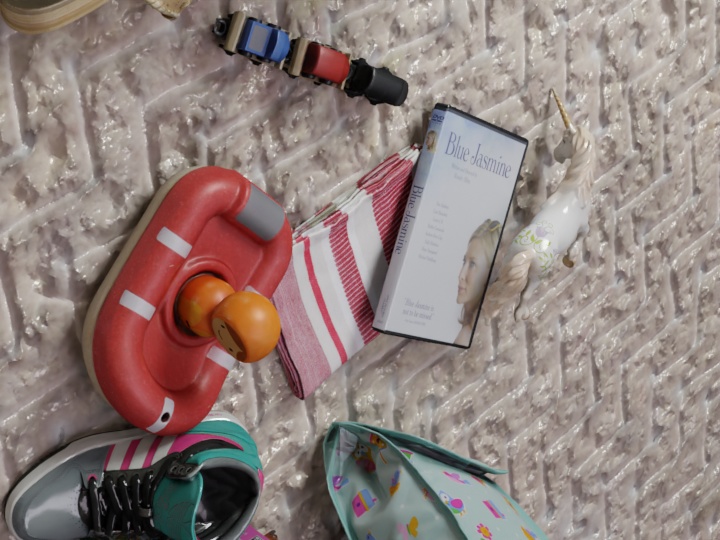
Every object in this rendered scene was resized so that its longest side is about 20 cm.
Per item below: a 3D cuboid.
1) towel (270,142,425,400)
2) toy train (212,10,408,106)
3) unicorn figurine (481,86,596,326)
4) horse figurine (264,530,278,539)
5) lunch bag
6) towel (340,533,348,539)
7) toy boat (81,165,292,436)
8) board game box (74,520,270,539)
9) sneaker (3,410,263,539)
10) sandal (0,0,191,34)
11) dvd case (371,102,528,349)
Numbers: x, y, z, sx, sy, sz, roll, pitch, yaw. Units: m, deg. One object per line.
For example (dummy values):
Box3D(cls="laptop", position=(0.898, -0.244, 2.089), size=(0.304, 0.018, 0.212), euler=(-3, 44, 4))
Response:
Box3D(cls="towel", position=(0.000, 0.000, 1.276), size=(0.199, 0.023, 0.145), euler=(-39, 131, -26))
Box3D(cls="toy train", position=(-0.033, -0.160, 1.157), size=(0.199, 0.046, 0.035), euler=(13, 99, -46))
Box3D(cls="unicorn figurine", position=(0.174, -0.044, 1.372), size=(0.138, 0.073, 0.201), euler=(100, 10, -50))
Box3D(cls="horse figurine", position=(-0.132, 0.281, 1.217), size=(0.199, 0.132, 0.050), euler=(-38, 109, -16))
Box3D(cls="lunch bag", position=(0.065, 0.218, 1.312), size=(0.122, 0.201, 0.170), euler=(-48, 140, 14))
Box3D(cls="towel", position=(0.054, 0.349, 1.377), size=(0.086, 0.166, 0.200), euler=(-50, 134, 3))
Box3D(cls="toy boat", position=(-0.110, 0.031, 1.105), size=(0.130, 0.130, 0.201), euler=(35, 82, -45))
Box3D(cls="board game box", position=(-0.176, 0.249, 1.125), size=(0.199, 0.147, 0.065), euler=(-31, 128, -31))
Box3D(cls="sneaker", position=(-0.156, 0.174, 1.109), size=(0.198, 0.121, 0.085), euler=(-18, 114, -21))
Box3D(cls="sandal", position=(-0.149, -0.201, 1.027), size=(0.210, 0.078, 0.070), euler=(-30, 146, -24))
Box3D(cls="dvd case", position=(0.082, -0.035, 1.320), size=(0.142, 0.017, 0.202), euler=(13, 93, -53))
